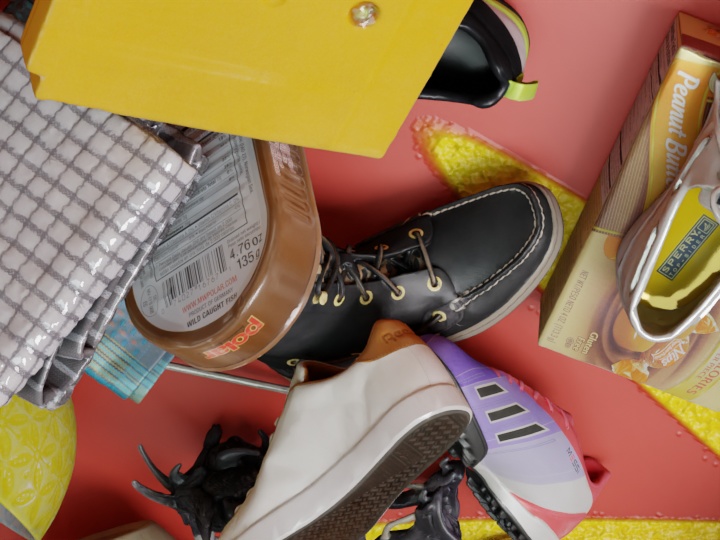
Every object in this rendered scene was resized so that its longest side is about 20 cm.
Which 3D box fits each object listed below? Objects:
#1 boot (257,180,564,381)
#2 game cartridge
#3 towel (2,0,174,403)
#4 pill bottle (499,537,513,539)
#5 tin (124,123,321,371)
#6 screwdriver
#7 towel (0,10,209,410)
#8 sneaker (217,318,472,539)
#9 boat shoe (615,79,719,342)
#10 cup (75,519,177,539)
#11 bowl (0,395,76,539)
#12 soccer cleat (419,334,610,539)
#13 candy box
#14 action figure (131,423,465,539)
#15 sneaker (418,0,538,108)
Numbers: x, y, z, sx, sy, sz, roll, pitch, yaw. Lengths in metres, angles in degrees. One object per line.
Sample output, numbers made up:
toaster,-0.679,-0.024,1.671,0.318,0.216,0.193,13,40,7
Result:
boot,0.000,0.000,1.051,0.200,0.073,0.151,-26,157,25
game cartridge,-0.044,-0.138,0.899,0.200,0.032,0.176,9,132,-26
towel,-0.158,-0.039,1.075,0.200,0.022,0.147,40,80,-15
pill bottle,0.097,0.261,1.152,0.113,0.200,0.113,2,119,5
tin,-0.080,-0.043,1.002,0.112,0.200,0.042,-29,144,23
screwdriver,-0.052,0.073,1.159,0.200,0.029,0.028,10,119,-5
towel,-0.191,-0.039,0.979,0.200,0.086,0.166,33,85,20
sneaker,-0.024,0.103,1.058,0.200,0.085,0.073,-44,149,26
boat shoe,0.194,-0.044,0.974,0.075,0.086,0.202,30,117,-10
cup,-0.156,0.239,1.192,0.200,0.200,0.143,-19,90,16
bowl,-0.234,0.056,1.116,0.200,0.200,0.108,42,73,-16
soccer cleat,0.084,0.090,1.113,0.073,0.068,0.200,-42,132,-8
candy box,0.189,-0.029,1.064,0.115,0.055,0.200,20,118,-5
action figure,-0.039,0.154,1.159,0.200,0.119,0.102,5,114,-2
sneaker,0.001,-0.137,1.010,0.200,0.083,0.072,15,119,-2
